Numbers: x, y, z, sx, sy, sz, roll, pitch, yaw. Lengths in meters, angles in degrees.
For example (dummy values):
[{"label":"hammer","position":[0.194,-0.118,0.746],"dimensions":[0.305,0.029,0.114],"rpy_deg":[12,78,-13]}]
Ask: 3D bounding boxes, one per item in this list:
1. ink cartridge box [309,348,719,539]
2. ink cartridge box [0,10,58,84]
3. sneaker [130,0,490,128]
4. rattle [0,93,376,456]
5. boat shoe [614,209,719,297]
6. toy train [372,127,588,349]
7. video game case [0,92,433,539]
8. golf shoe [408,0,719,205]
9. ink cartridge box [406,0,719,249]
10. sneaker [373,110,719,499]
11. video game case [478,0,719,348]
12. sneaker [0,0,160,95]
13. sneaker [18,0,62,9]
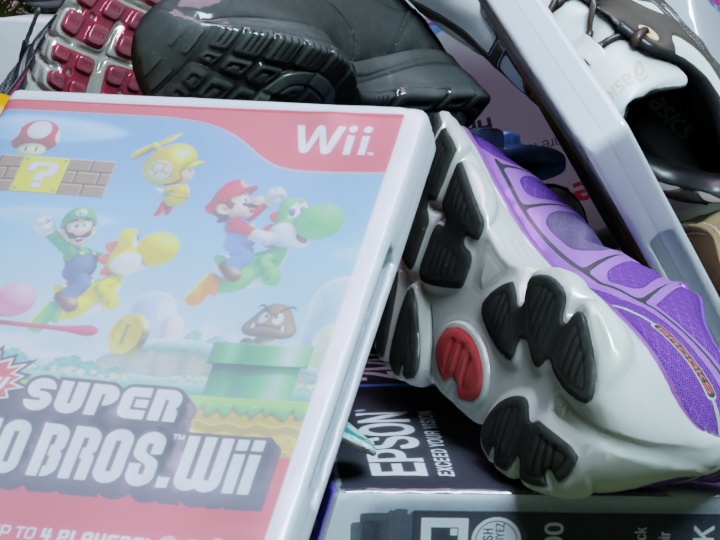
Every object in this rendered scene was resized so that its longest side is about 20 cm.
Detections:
[{"label":"ink cartridge box","position":[0.029,0.065,0.872],"dimensions":[0.199,0.044,0.198],"rpy_deg":[0,10,-5]},{"label":"ink cartridge box","position":[-0.065,-0.048,1.205],"dimensions":[0.147,0.145,0.200],"rpy_deg":[4,9,21]},{"label":"sneaker","position":[-0.031,-0.086,1.024],"dimensions":[0.076,0.091,0.200],"rpy_deg":[-39,-21,21]},{"label":"rattle","position":[-0.071,0.006,0.843],"dimensions":[0.130,0.144,0.200],"rpy_deg":[-11,5,-2]},{"label":"boat shoe","position":[0.134,0.014,1.088],"dimensions":[0.066,0.074,0.200],"rpy_deg":[-9,-6,-4]},{"label":"toy train","position":[0.000,0.000,1.004],"dimensions":[0.114,0.087,0.200],"rpy_deg":[1,-11,-31]},{"label":"video game case","position":[-0.070,0.025,0.774],"dimensions":[0.142,0.017,0.201],"rpy_deg":[4,48,18]},{"label":"golf shoe","position":[0.085,-0.098,1.042],"dimensions":[0.200,0.078,0.095],"rpy_deg":[35,10,-15]},{"label":"ink cartridge box","position":[0.089,-0.103,1.176],"dimensions":[0.144,0.201,0.085],"rpy_deg":[-15,-8,17]},{"label":"sneaker","position":[0.062,0.017,0.836],"dimensions":[0.083,0.081,0.200],"rpy_deg":[10,24,-27]},{"label":"video game case","position":[0.090,-0.031,0.927],"dimensions":[0.017,0.200,0.143],"rpy_deg":[-31,47,3]},{"label":"sneaker","position":[-0.125,-0.058,1.055],"dimensions":[0.081,0.200,0.075],"rpy_deg":[48,-21,-29]},{"label":"sneaker","position":[-0.129,-0.160,1.199],"dimensions":[0.139,0.078,0.200],"rpy_deg":[-4,9,-20]}]
